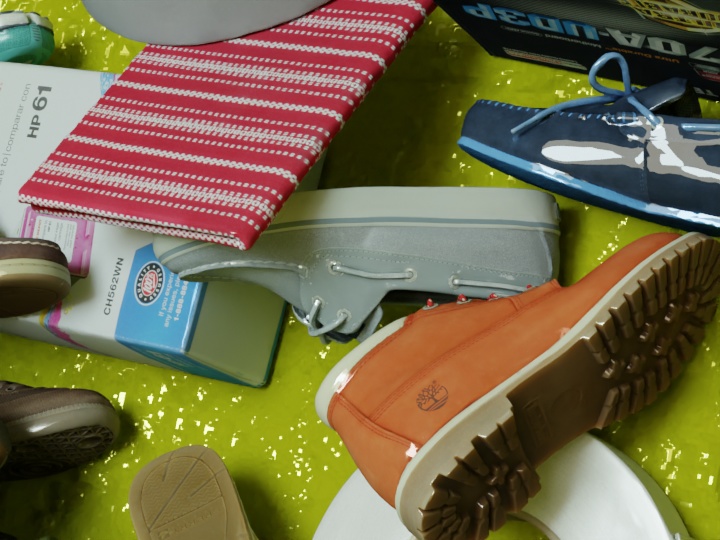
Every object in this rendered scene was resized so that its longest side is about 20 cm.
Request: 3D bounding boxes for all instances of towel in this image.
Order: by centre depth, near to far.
[{"bbox_3d":[-0.060,-0.087,0.853,0.144,0.023,0.200,10,48,32],"label":"towel"}]

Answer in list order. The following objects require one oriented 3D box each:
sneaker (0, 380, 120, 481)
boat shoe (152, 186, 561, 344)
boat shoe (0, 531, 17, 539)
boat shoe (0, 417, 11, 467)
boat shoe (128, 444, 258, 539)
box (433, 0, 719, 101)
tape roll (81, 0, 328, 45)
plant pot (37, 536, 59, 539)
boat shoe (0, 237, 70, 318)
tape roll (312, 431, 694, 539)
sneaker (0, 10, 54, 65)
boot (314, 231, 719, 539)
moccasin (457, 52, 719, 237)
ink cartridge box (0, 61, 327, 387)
[{"bbox_3d":[-0.226,0.083,0.976,0.199,0.070,0.076,-17,66,24],"label":"sneaker"},{"bbox_3d":[0.000,0.000,0.833,0.200,0.070,0.072,-3,82,-5],"label":"boat shoe"},{"bbox_3d":[-0.269,0.178,0.978,0.199,0.072,0.068,-5,76,39],"label":"boat shoe"},{"bbox_3d":[-0.273,0.119,0.907,0.199,0.076,0.074,-21,25,26],"label":"boat shoe"},{"bbox_3d":[-0.062,0.177,0.834,0.073,0.069,0.200,-21,46,4],"label":"boat shoe"},{"bbox_3d":[0.117,-0.131,0.790,0.199,0.159,0.046,17,83,32],"label":"box"},{"bbox_3d":[-0.069,-0.207,0.922,0.199,0.066,0.201,-12,41,10],"label":"tape roll"},{"bbox_3d":[-0.202,0.234,0.867,0.200,0.187,0.187,-43,58,-4],"label":"plant pot"},{"bbox_3d":[-0.233,-0.015,0.913,0.199,0.072,0.072,-2,77,37],"label":"boat shoe"},{"bbox_3d":[0.063,0.164,0.804,0.202,0.037,0.204,-9,70,27],"label":"tape roll"},{"bbox_3d":[-0.251,-0.083,1.048,0.200,0.077,0.080,-39,69,25],"label":"sneaker"},{"bbox_3d":[0.073,0.032,0.788,0.200,0.075,0.107,-34,43,-19],"label":"boot"},{"bbox_3d":[0.146,-0.057,0.807,0.199,0.080,0.069,16,90,19],"label":"moccasin"},{"bbox_3d":[-0.135,-0.029,0.949,0.199,0.085,0.145,9,80,33],"label":"ink cartridge box"}]
